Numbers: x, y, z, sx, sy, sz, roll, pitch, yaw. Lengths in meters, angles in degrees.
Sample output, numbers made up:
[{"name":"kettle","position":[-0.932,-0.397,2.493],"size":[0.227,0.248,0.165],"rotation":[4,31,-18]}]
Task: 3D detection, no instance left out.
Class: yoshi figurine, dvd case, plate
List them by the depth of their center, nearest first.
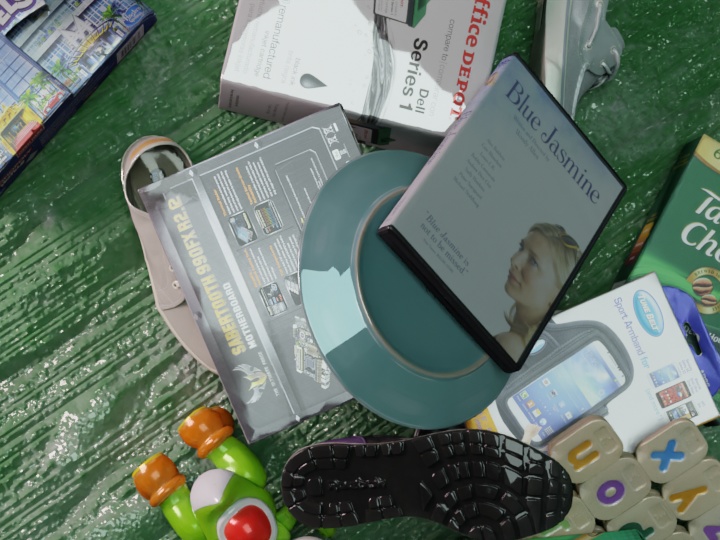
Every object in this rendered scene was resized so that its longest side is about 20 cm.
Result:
[{"name":"plate","position":[0.045,0.009,0.968],"size":[0.200,0.026,0.201],"rotation":[11,70,-34]},{"name":"dvd case","position":[0.109,-0.045,1.002],"size":[0.143,0.018,0.200],"rotation":[47,55,-16]},{"name":"yoshi figurine","position":[-0.068,0.198,1.020],"size":[0.200,0.112,0.112],"rotation":[44,38,14]}]

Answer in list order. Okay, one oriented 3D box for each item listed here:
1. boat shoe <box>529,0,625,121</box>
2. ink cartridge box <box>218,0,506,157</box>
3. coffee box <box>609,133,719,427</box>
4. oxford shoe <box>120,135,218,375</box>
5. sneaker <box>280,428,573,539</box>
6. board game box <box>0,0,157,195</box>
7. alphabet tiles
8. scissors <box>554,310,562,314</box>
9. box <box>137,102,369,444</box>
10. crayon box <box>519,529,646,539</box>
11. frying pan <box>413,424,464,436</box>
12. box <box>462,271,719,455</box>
[{"name":"boat shoe","position":[0.175,-0.183,1.101],"size":[0.071,0.070,0.201],"rotation":[8,79,-3]},{"name":"ink cartridge box","position":[0.004,-0.178,1.071],"size":[0.200,0.084,0.146],"rotation":[13,81,-5]},{"name":"coffee box","position":[0.271,0.006,1.099],"size":[0.123,0.044,0.200],"rotation":[31,80,-1]},{"name":"oxford shoe","position":[-0.127,-0.011,1.046],"size":[0.075,0.058,0.200],"rotation":[-23,87,-11]},{"name":"sneaker","position":[0.050,0.141,0.984],"size":[0.200,0.088,0.076],"rotation":[3,93,10]},{"name":"board game box","position":[-0.293,-0.188,1.047],"size":[0.200,0.062,0.200],"rotation":[39,79,-1]},{"name":"alphabet tiles","position":[0.186,0.199,1.028],"size":[0.195,0.015,0.200],"rotation":[-36,113,6]},{"name":"scissors","position":[0.081,0.037,1.087],"size":[0.200,0.014,0.073],"rotation":[-20,83,-8]},{"name":"box","position":[-0.047,0.002,0.999],"size":[0.158,0.048,0.200],"rotation":[-24,92,-1]},{"name":"crayon box","position":[0.110,0.258,1.000],"size":[0.200,0.058,0.119],"rotation":[-4,112,-7]},{"name":"frying pan","position":[0.087,0.178,1.063],"size":[0.115,0.031,0.190],"rotation":[17,78,-3]},{"name":"box","position":[0.172,0.085,1.040],"size":[0.200,0.041,0.119],"rotation":[-24,84,-1]}]
